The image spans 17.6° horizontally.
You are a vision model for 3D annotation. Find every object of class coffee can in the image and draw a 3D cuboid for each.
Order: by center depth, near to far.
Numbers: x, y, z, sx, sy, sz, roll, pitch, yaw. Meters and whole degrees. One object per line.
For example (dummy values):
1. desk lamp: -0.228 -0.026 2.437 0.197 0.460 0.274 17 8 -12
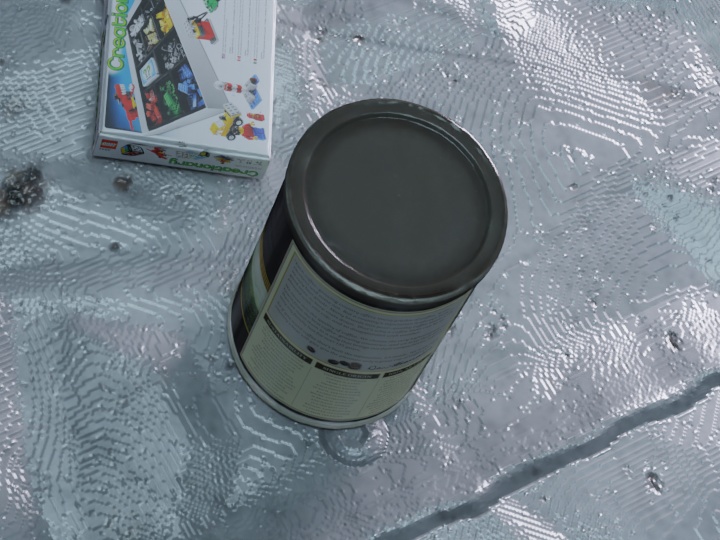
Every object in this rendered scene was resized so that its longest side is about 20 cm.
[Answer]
1. coffee can: 0.000 0.000 1.543 0.145 0.200 0.147 7 61 -12

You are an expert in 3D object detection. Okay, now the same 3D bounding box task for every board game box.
1. board game box: -0.125 -0.168 1.690 0.125 0.035 0.202 8 62 -12
